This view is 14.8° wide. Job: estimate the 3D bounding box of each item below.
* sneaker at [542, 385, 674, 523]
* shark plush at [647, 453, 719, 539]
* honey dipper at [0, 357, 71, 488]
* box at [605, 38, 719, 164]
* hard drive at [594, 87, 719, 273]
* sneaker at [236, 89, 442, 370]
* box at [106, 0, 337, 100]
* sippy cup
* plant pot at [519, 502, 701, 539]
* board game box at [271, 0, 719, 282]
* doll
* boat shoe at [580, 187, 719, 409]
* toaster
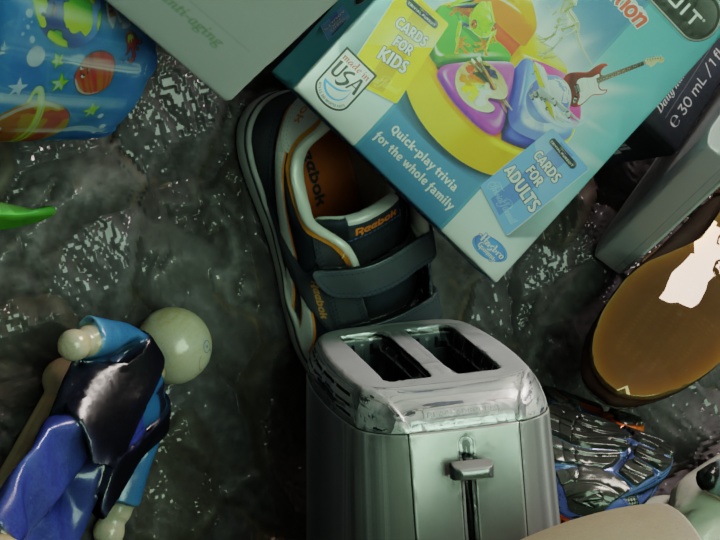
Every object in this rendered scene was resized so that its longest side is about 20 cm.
[{"bbox_3d":[0.118,0.114,1.455,0.075,0.200,0.079,17,94,4],"label":"sneaker"},{"bbox_3d":[0.227,0.141,1.582,0.200,0.091,0.083,-24,81,-52],"label":"shark plush"},{"bbox_3d":[-0.188,0.130,1.359,0.038,0.038,0.200,37,67,-24],"label":"honey dipper"},{"bbox_3d":[0.123,-0.195,1.497,0.196,0.124,0.200,41,70,-21],"label":"box"},{"bbox_3d":[0.196,-0.080,1.493,0.027,0.200,0.132,36,70,0],"label":"hard drive"},{"bbox_3d":[0.000,0.000,1.445,0.078,0.079,0.201,-31,106,-28],"label":"sneaker"},{"bbox_3d":[-0.058,-0.234,1.294,0.199,0.200,0.172,40,28,-17],"label":"box"},{"bbox_3d":[-0.172,-0.118,1.325,0.130,0.140,0.178,6,109,-40],"label":"sippy cup"},{"bbox_3d":[0.076,0.207,1.219,0.134,0.200,0.201,-3,90,-12],"label":"plant pot"},{"bbox_3d":[0.079,-0.119,1.384,0.151,0.047,0.200,42,90,-22],"label":"board game box"},{"bbox_3d":[-0.132,0.090,1.358,0.200,0.048,0.137,-58,150,-41],"label":"doll"},{"bbox_3d":[0.189,0.014,1.549,0.070,0.070,0.200,47,60,4],"label":"boat shoe"},{"bbox_3d":[0.032,0.102,1.379,0.113,0.200,0.130,-5,103,-12],"label":"toaster"}]
